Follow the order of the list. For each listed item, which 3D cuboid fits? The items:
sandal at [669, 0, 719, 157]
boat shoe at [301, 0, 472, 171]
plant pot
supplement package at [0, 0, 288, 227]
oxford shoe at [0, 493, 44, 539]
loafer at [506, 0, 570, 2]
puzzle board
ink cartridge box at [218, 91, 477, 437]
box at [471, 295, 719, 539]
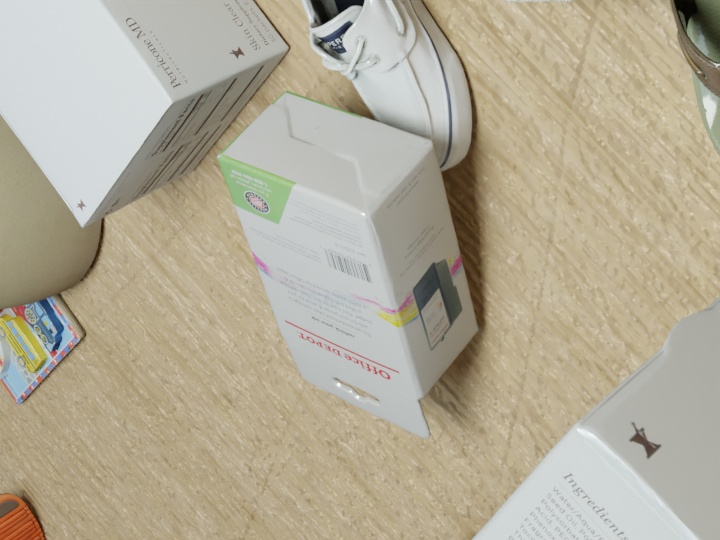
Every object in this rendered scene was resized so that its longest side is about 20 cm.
[{"bbox_3d":[0.178,-0.124,0.774,0.079,0.057,0.203,-3,111,45],"label":"sandal"},{"bbox_3d":[-0.002,-0.143,0.929,0.073,0.065,0.201,-19,100,47],"label":"boat shoe"},{"bbox_3d":[-0.315,-0.051,1.219,0.199,0.134,0.202,17,121,32],"label":"plant pot"},{"bbox_3d":[-0.173,-0.163,1.047,0.201,0.111,0.156,52,138,5],"label":"supplement package"},{"bbox_3d":[-0.339,0.283,1.508,0.073,0.071,0.202,28,131,35],"label":"oxford shoe"},{"bbox_3d":[0.075,-0.171,0.815,0.199,0.068,0.076,18,128,50],"label":"loafer"},{"bbox_3d":[-0.322,0.007,1.363,0.201,0.017,0.151,55,138,4],"label":"puzzle board"},{"bbox_3d":[0.000,0.000,0.978,0.116,0.067,0.201,23,146,33],"label":"ink cartridge box"},{"bbox_3d":[0.198,0.132,0.802,0.200,0.198,0.131,46,138,12],"label":"box"}]
